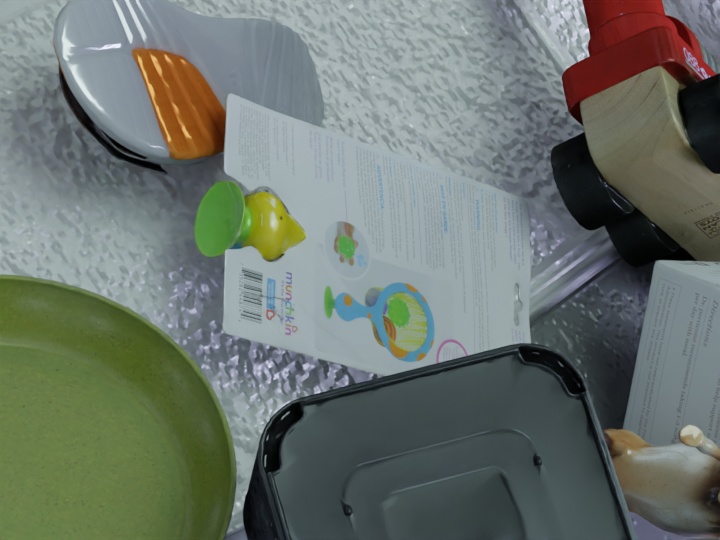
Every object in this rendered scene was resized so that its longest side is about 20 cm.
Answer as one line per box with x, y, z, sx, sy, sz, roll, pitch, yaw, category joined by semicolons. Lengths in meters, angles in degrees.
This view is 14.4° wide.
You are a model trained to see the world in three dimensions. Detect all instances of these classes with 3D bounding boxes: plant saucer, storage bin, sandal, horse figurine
-0.150;0.088;1.154;0.199;0.031;0.200;3;50;-4;plant saucer
0.042;0.145;1.128;0.135;0.094;0.200;-14;73;-11;storage bin
-0.088;-0.080;1.330;0.207;0.059;0.079;1;72;-60;sandal
0.147;0.094;1.301;0.132;0.200;0.050;28;73;-56;horse figurine

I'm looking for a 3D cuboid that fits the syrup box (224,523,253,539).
-0.026;0.209;1.193;0.081;0.079;0.200;-21;79;-42;syrup box

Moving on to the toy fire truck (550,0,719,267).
0.148;-0.096;1.477;0.176;0.128;0.200;34;38;-50;toy fire truck

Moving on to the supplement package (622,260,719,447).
0.236;0.075;1.365;0.117;0.200;0.117;3;104;-36;supplement package

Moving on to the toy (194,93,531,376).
0.000;0.000;1.346;0.200;0.047;0.115;19;62;-43;toy

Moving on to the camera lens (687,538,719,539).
0.153;0.232;1.259;0.160;0.160;0.200;38;49;-14;camera lens
